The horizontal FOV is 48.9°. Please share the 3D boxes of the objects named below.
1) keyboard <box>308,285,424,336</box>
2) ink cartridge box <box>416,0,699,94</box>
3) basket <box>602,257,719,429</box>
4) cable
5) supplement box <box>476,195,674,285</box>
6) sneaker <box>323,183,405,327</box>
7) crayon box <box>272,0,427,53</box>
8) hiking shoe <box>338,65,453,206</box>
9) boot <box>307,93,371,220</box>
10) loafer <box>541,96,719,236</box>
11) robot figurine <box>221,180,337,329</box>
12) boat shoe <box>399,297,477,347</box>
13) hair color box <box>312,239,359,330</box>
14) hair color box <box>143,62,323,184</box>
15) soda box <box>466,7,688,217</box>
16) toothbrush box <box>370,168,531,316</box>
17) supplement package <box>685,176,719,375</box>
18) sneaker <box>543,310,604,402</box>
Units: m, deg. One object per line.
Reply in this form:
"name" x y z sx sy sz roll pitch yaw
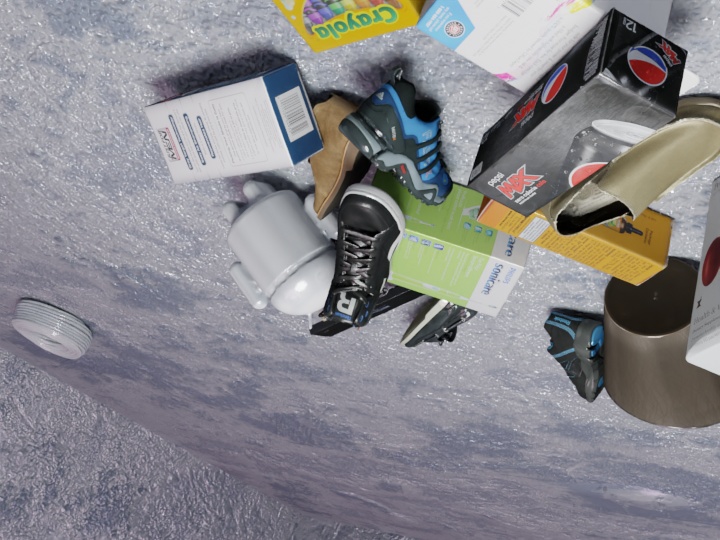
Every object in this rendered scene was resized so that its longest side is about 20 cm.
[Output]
"keyboard" 0.014 0.048 1.131 0.200 0.021 0.127 -26 164 15
"ink cartridge box" 0.162 -0.198 0.633 0.200 0.068 0.115 27 155 -14
"basket" 0.372 0.086 0.968 0.180 0.136 0.200 9 149 33
"cable" -0.765 0.146 1.962 0.200 0.069 0.200 33 152 -24
"supplement box" 0.234 -0.054 0.864 0.200 0.067 0.069 22 154 -1
"sneaker" 0.000 0.000 0.889 0.073 0.112 0.200 15 152 10
"crayon box" -0.024 -0.260 0.666 0.126 0.052 0.200 -3 146 39
"hiking shoe" 0.062 -0.130 0.829 0.074 0.087 0.200 49 -169 28
"boot" -0.032 -0.131 0.924 0.075 0.074 0.200 38 150 6
"loafer" 0.258 -0.087 0.745 0.076 0.068 0.200 33 135 -27
"robot figurine" -0.096 -0.025 1.038 0.200 0.170 0.113 53 -160 10
"boat shoe" 0.120 0.080 1.197 0.066 0.075 0.199 34 144 -1
"hair color box" -0.026 0.015 1.189 0.101 0.061 0.200 20 155 -1
"hair color box" -0.145 -0.161 0.889 0.200 0.061 0.100 -2 115 39
"soda box" 0.166 -0.116 0.640 0.071 0.063 0.200 25 156 -11
"toothbrush box" 0.098 -0.035 0.974 0.200 0.086 0.146 19 154 5
"supplement package" 0.404 -0.012 0.670 0.147 0.200 0.191 23 153 -4
"sneaker" 0.321 0.122 1.158 0.082 0.073 0.200 23 154 34
